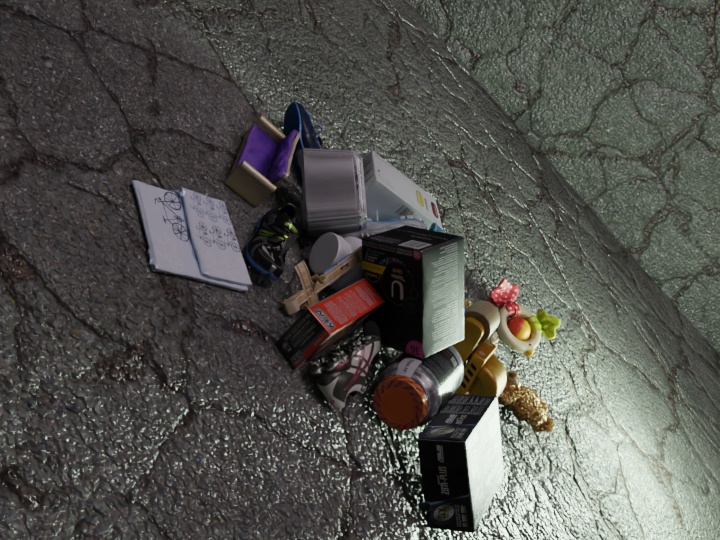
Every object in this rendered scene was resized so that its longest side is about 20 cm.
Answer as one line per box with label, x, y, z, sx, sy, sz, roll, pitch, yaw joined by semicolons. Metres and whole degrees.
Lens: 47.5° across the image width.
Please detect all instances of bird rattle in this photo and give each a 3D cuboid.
bird rattle;0.398;0.125;2.049;0.200;0.113;0.163;41;46;-13

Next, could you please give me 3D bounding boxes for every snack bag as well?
snack bag;-0.277;-0.062;1.343;0.200;0.021;0.189;16;44;-47

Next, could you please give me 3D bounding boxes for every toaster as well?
toaster;-0.056;-0.145;1.595;0.114;0.129;0.201;88;-2;-74

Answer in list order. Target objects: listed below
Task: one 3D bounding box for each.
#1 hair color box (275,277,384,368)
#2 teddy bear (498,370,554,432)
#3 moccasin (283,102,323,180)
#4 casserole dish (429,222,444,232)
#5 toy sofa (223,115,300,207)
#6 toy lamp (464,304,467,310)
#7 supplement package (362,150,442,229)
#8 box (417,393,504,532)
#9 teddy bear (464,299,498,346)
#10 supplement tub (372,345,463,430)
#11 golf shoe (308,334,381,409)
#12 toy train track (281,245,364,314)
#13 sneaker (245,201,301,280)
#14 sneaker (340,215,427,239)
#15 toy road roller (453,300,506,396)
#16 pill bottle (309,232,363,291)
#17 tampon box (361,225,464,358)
hair color box;-0.049;0.087;1.407;0.061;0.102;0.200;49;31;9
teddy bear;0.362;0.284;1.815;0.200;0.067;0.145;43;27;-14
moccasin;-0.118;-0.270;1.775;0.068;0.080;0.201;4;65;-36
casserole dish;0.128;-0.007;1.689;0.039;0.200;0.121;22;33;-3
toy sofa;-0.187;-0.223;1.585;0.083;0.098;0.200;39;31;-21
toy lamp;0.137;0.098;1.703;0.199;0.058;0.058;-2;57;-41
supplement package;0.048;-0.126;1.751;0.200;0.156;0.111;33;30;-30
box;0.177;0.326;1.415;0.200;0.086;0.164;-32;118;-62
teddy bear;0.241;0.129;1.837;0.200;0.067;0.145;44;31;-13
supplement tub;0.104;0.206;1.486;0.123;0.122;0.200;53;27;4
golf shoe;-0.019;0.170;1.420;0.200;0.077;0.088;-26;98;-58
toy train track;-0.053;0.017;1.456;0.200;0.032;0.115;-37;125;-30
sneaker;-0.151;-0.059;1.460;0.071;0.083;0.200;38;31;-22
sneaker;0.044;-0.067;1.655;0.087;0.199;0.075;-114;-167;-72
toy road roller;0.238;0.176;1.643;0.146;0.200;0.123;33;25;13
pill bottle;0.000;0.000;1.588;0.200;0.109;0.109;26;37;-40
tampon box;0.096;0.035;1.496;0.126;0.150;0.201;-18;112;-43
